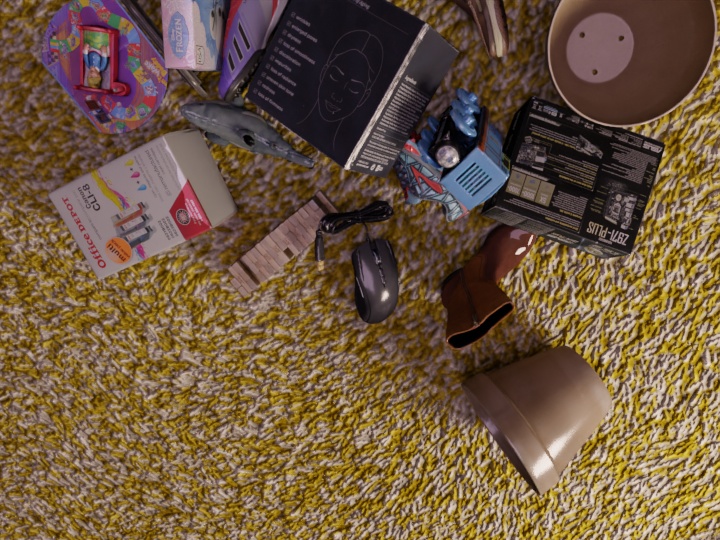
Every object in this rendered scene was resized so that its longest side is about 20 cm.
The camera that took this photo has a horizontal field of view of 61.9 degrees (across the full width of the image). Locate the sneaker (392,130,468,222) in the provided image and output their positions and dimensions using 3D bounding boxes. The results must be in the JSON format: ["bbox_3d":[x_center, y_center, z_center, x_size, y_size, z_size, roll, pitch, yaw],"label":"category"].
[{"bbox_3d":[0.083,-0.143,0.889,0.199,0.079,0.096,34,109,-5],"label":"sneaker"}]

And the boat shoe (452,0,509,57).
[{"bbox_3d":[0.148,-0.388,0.820,0.074,0.075,0.204,-12,100,23],"label":"boat shoe"}]

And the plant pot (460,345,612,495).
[{"bbox_3d":[0.283,0.212,0.936,0.173,0.200,0.201,-35,101,-3],"label":"plant pot"}]

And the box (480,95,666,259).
[{"bbox_3d":[0.295,-0.126,0.846,0.199,0.086,0.165,19,87,-1],"label":"box"}]

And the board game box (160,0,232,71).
[{"bbox_3d":[-0.206,-0.366,0.782,0.043,0.199,0.201,3,108,4],"label":"board game box"}]

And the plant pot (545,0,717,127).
[{"bbox_3d":[0.334,-0.296,0.791,0.199,0.135,0.202,1,106,5],"label":"plant pot"}]

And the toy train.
[{"bbox_3d":[0.144,-0.170,0.814,0.114,0.200,0.087,43,120,-12],"label":"toy train"}]

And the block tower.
[{"bbox_3d":[-0.123,-0.042,0.948,0.200,0.058,0.054,-38,101,13],"label":"block tower"}]

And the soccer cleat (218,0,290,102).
[{"bbox_3d":[-0.159,-0.325,0.824,0.073,0.068,0.201,27,77,-17],"label":"soccer cleat"}]

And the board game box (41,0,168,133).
[{"bbox_3d":[-0.390,-0.308,0.897,0.158,0.039,0.200,-35,101,14],"label":"board game box"}]

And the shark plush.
[{"bbox_3d":[-0.166,-0.192,0.891,0.200,0.083,0.091,37,106,-7],"label":"shark plush"}]

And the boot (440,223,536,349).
[{"bbox_3d":[0.190,0.010,0.861,0.188,0.200,0.069,-34,101,14],"label":"boot"}]

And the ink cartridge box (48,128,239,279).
[{"bbox_3d":[-0.317,-0.102,0.900,0.199,0.145,0.146,-23,104,12],"label":"ink cartridge box"}]

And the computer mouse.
[{"bbox_3d":[0.000,0.000,0.921,0.140,0.046,0.201,-11,110,-26],"label":"computer mouse"}]

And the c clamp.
[{"bbox_3d":[-0.281,-0.329,0.840,0.027,0.171,0.200,-39,112,-1],"label":"c clamp"}]

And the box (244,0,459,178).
[{"bbox_3d":[-0.014,-0.262,0.801,0.200,0.124,0.197,39,110,22],"label":"box"}]
